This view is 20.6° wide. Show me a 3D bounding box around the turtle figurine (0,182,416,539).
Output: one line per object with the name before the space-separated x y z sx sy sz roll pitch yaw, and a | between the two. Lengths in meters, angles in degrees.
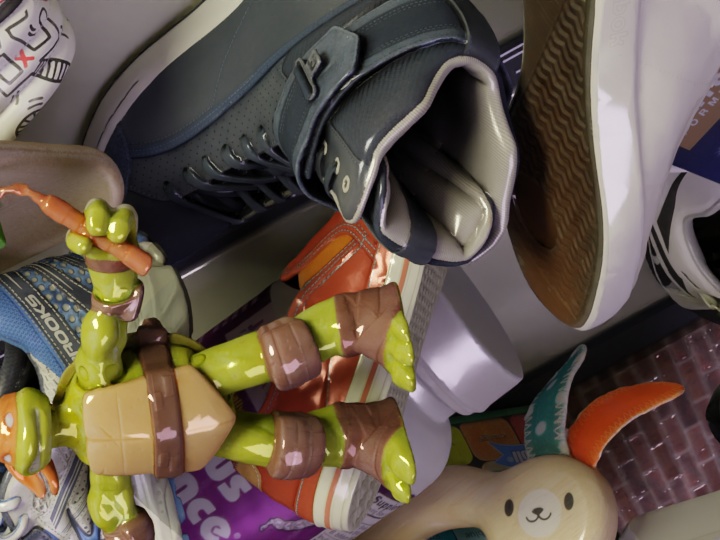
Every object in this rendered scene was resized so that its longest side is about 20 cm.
turtle figurine | -0.063 0.059 0.701 0.161 0.064 0.200 -5 107 -10

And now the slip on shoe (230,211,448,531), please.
slip on shoe | 0.000 0.000 0.778 0.074 0.061 0.200 42 65 -76

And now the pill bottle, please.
pill bottle | -0.033 0.070 0.865 0.200 0.112 0.112 -37 140 11

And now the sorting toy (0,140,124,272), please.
sorting toy | -0.204 -0.001 0.668 0.185 0.036 0.200 -23 165 28

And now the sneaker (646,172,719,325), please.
sneaker | 0.174 -0.006 0.917 0.074 0.089 0.200 -35 142 8

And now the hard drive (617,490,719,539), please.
hard drive | 0.149 0.179 0.966 0.132 0.026 0.200 -12 138 -32

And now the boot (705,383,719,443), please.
boot | 0.245 0.022 0.929 0.200 0.066 0.165 -50 158 -11

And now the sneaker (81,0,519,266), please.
sneaker | -0.027 -0.034 0.728 0.077 0.146 0.202 15 127 -41

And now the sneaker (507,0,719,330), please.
sneaker | 0.101 -0.063 0.694 0.085 0.073 0.200 -22 139 -23

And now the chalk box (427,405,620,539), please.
chalk box | 0.053 0.153 0.998 0.125 0.124 0.200 -6 136 -22

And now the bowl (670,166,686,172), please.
bowl | 0.178 -0.136 0.783 0.200 0.075 0.200 -8 137 -23

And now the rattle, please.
rattle | 0.040 0.110 0.839 0.143 0.130 0.200 28 106 -40

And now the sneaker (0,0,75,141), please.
sneaker | -0.194 -0.050 0.677 0.201 0.067 0.108 -35 138 6

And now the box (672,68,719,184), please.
box | 0.178 -0.081 0.765 0.200 0.032 0.121 17 125 -39

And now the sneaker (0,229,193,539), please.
sneaker | -0.118 0.084 0.762 0.085 0.077 0.200 -11 111 -31
